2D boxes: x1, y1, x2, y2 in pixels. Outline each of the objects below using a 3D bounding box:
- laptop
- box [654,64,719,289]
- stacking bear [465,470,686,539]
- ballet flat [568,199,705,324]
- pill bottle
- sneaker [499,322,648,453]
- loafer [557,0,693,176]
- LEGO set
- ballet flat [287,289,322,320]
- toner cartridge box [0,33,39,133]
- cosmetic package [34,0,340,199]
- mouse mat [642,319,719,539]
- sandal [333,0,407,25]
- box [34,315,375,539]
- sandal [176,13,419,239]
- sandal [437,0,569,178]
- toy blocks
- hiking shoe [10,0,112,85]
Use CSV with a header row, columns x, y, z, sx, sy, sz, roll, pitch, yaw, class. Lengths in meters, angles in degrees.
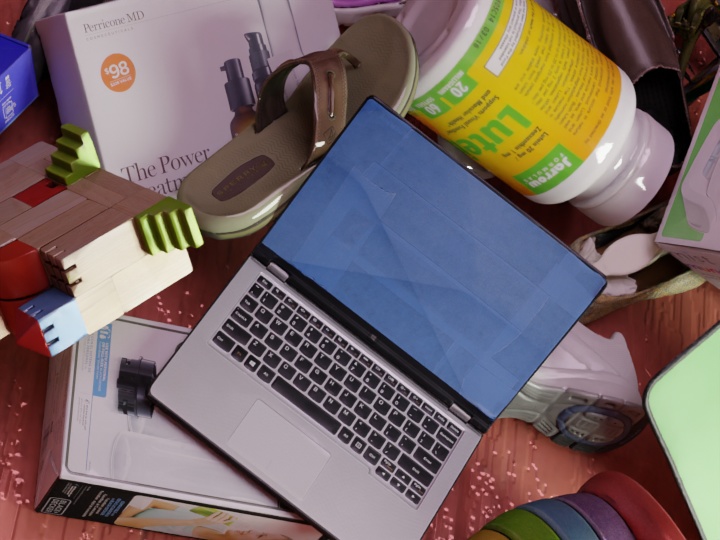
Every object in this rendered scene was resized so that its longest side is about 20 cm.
x,y,z,sx,sy,sz,roll,pitch,yaw,class
0.011,0.040,1.169,0.187,0.116,0.200,37,53,-2,laptop
0.323,-0.070,1.385,0.176,0.096,0.201,29,79,-40,box
0.094,0.209,1.202,0.199,0.122,0.114,-20,76,-25,stacking bear
0.211,-0.015,1.403,0.199,0.071,0.071,-22,74,-34,ballet flat
0.118,-0.116,1.343,0.199,0.111,0.112,33,53,-24,pill bottle
0.101,0.058,1.318,0.199,0.075,0.088,21,44,-22,sneaker
0.204,-0.160,1.424,0.073,0.071,0.201,-26,105,-12,loafer
0.260,-0.225,1.493,0.200,0.154,0.116,49,54,1,LEGO set
0.000,0.000,1.306,0.062,0.068,0.199,35,44,31,ballet flat
-0.292,-0.079,1.185,0.094,0.043,0.200,22,51,21,toner cartridge box
-0.099,-0.114,1.278,0.199,0.052,0.152,-20,99,-33,cosmetic package
0.274,0.113,1.317,0.161,0.008,0.201,-37,118,-22,mouse mat
0.039,-0.231,1.437,0.202,0.050,0.083,-31,80,-34,sandal
-0.091,0.101,1.195,0.199,0.060,0.117,14,58,-19,box
-0.036,-0.098,1.236,0.080,0.058,0.201,27,59,33,sandal
0.107,-0.149,1.438,0.082,0.050,0.204,37,65,-22,sandal
-0.198,-0.007,1.141,0.136,0.199,0.100,-33,123,-27,toy blocks
-0.153,-0.171,1.304,0.101,0.076,0.200,40,53,3,hiking shoe
